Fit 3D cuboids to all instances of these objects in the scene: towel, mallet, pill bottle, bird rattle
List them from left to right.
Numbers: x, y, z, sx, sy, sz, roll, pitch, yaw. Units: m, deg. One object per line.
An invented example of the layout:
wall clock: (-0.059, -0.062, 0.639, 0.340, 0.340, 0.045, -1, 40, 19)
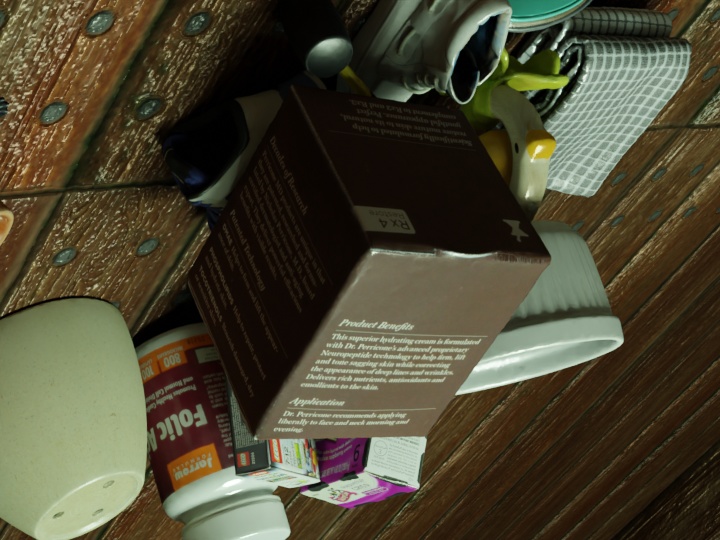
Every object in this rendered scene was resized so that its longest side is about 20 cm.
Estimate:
pill bottle: (-0.139, 0.161, 1.364, 0.113, 0.202, 0.114, -18, 160, -7)
mallet: (-0.004, -0.144, 1.126, 0.041, 0.066, 0.200, -31, 151, 9)
bird rattle: (0.099, -0.095, 1.266, 0.111, 0.164, 0.202, 9, 122, -32)
towel: (0.195, -0.149, 1.376, 0.164, 0.086, 0.201, -10, 147, -42)

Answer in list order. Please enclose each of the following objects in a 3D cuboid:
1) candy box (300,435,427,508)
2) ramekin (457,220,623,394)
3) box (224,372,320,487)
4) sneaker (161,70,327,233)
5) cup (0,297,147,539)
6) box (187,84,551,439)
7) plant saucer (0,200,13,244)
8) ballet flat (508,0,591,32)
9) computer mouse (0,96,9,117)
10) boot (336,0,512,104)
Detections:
candy box: (0.013, 0.105, 1.363, 0.060, 0.202, 0.136, 20, 156, -21)
ramekin: (0.112, 0.033, 1.244, 0.197, 0.106, 0.200, -12, 168, -3)
box: (-0.084, 0.086, 1.321, 0.034, 0.203, 0.110, -14, 163, 19)
sneaker: (-0.106, -0.071, 1.157, 0.114, 0.081, 0.200, -10, 144, -32)
cup: (-0.259, 0.142, 1.266, 0.199, 0.144, 0.201, -29, 156, -14)
box: (0.000, 0.000, 1.099, 0.164, 0.165, 0.201, 4, 133, -35)
plant saucer: (-0.320, 0.018, 1.010, 0.200, 0.032, 0.200, -43, 179, -1)
ballet flat: (0.167, -0.241, 1.185, 0.199, 0.073, 0.073, -36, 158, -17)
computer mouse: (-0.315, -0.046, 0.933, 0.200, 0.053, 0.138, -44, -179, 30)
boot: (0.048, -0.159, 1.150, 0.073, 0.096, 0.201, -17, 152, -32)
